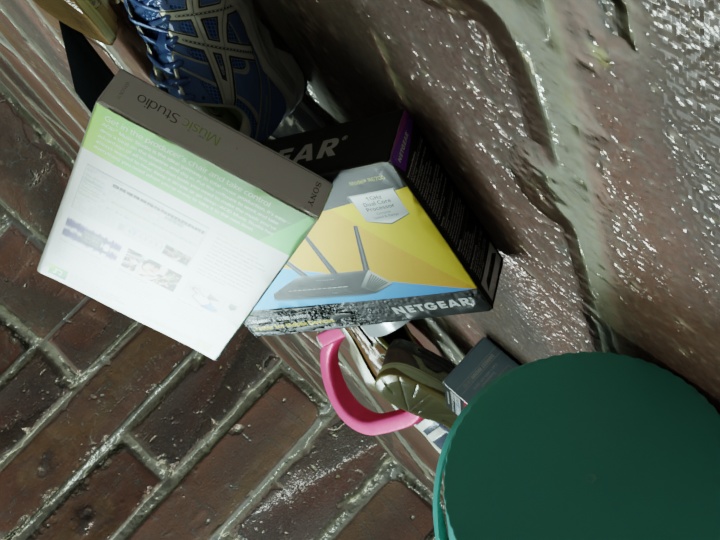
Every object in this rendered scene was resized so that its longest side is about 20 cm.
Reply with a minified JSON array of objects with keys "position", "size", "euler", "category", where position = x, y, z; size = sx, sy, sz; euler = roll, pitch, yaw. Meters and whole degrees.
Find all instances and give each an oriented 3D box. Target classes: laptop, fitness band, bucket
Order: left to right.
[{"position":[-0.213,-0.167,1.110],"size":[0.200,0.103,0.177],"euler":[1,-138,-50],"category":"laptop"},{"position":[0.016,0.121,1.258],"size":[0.200,0.037,0.144],"euler":[-26,89,54],"category":"fitness band"},{"position":[0.147,0.159,0.680],"size":[0.207,0.207,0.135],"euler":[37,159,33],"category":"bucket"}]

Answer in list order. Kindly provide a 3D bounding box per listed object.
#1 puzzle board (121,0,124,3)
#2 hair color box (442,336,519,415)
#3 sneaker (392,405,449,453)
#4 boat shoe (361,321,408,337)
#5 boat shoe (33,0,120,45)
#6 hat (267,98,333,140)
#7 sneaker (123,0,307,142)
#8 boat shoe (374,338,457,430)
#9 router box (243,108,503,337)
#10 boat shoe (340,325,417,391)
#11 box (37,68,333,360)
[{"position":[-0.155,-0.216,0.834],"size":[0.151,0.017,0.200],"euler":[46,170,-6],"category":"puzzle board"},{"position":[0.168,0.156,0.971],"size":[0.200,0.061,0.099],"euler":[40,169,17],"category":"hair color box"},{"position":[0.090,0.157,1.266],"size":[0.200,0.075,0.085],"euler":[25,151,47],"category":"sneaker"},{"position":[0.003,-0.003,0.959],"size":[0.086,0.075,0.202],"euler":[50,179,-14],"category":"boat shoe"},{"position":[-0.258,-0.265,0.938],"size":[0.073,0.063,0.200],"euler":[25,168,15],"category":"boat shoe"},{"position":[-0.058,-0.062,0.858],"size":[0.201,0.201,0.081],"euler":[41,-146,15],"category":"hat"},{"position":[-0.106,-0.150,0.686],"size":[0.076,0.077,0.200],"euler":[8,152,41],"category":"sneaker"},{"position":[0.109,0.129,1.091],"size":[0.201,0.066,0.072],"euler":[27,144,-16],"category":"boat shoe"},{"position":[-0.025,-0.023,0.727],"size":[0.200,0.051,0.149],"euler":[-9,137,32],"category":"router box"},{"position":[0.007,0.037,1.133],"size":[0.068,0.072,0.200],"euler":[-15,117,41],"category":"boat shoe"},{"position":[-0.121,-0.026,0.695],"size":[0.144,0.036,0.200],"euler":[28,143,-10],"category":"box"}]
